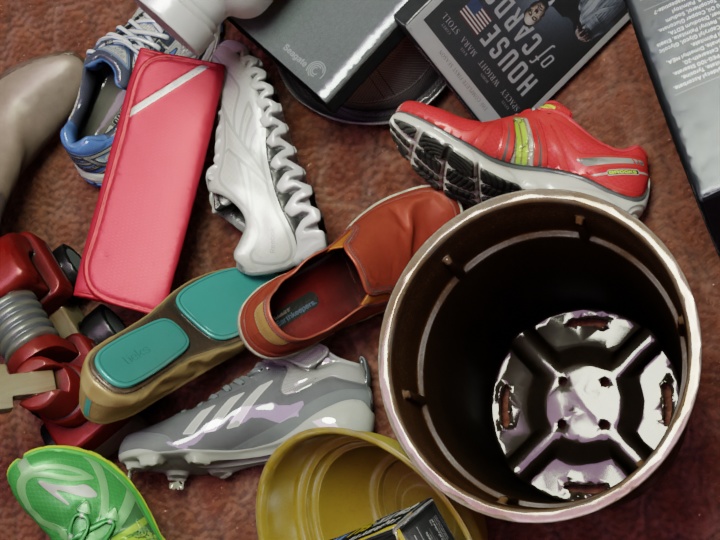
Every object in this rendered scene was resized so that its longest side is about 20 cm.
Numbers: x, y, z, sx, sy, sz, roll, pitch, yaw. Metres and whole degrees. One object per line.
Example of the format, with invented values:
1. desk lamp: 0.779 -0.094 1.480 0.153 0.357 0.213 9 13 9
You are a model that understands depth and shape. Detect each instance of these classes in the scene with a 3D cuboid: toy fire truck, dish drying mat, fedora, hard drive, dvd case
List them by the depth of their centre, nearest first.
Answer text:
1. dvd case: 0.135 -0.208 1.114 0.200 0.150 0.025 -45 43 2
2. hard drive: -0.001 -0.232 1.124 0.200 0.033 0.139 -48 65 0
3. toy fire truck: -0.266 0.059 1.141 0.128 0.200 0.177 -37 68 4
4. dish drying mat: -0.163 -0.070 1.173 0.076 0.018 0.203 13 81 7
5. fedora: -0.001 -0.217 1.187 0.174 0.090 0.203 -11 73 15

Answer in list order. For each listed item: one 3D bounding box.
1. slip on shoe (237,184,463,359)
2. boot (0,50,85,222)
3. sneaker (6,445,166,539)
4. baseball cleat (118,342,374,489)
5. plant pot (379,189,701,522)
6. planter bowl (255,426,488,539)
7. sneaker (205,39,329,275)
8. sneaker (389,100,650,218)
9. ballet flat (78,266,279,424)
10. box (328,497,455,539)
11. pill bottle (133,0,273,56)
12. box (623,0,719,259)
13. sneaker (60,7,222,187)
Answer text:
1. slip on shoe: 0.000 0.000 1.117 0.199 0.061 0.075 -31 92 -21
2. boot: -0.298 -0.077 1.225 0.199 0.070 0.147 -38 31 23
3. sneaker: -0.180 0.208 1.106 0.074 0.084 0.200 -42 91 10
4. baseball cleat: -0.087 0.103 1.151 0.197 0.070 0.108 -6 68 6
5. plant pot: 0.133 0.071 1.002 0.197 0.198 0.203 -4 75 17
6. planter bowl: 0.027 0.186 1.056 0.199 0.083 0.203 17 118 33
7. sneaker: -0.088 -0.089 1.185 0.080 0.075 0.202 -20 69 -1
8. sneaker: 0.118 -0.089 1.119 0.198 0.077 0.086 19 71 -2
9. ballet flat: -0.136 0.055 1.143 0.069 0.199 0.063 46 135 17
10. box: 0.032 0.266 1.000 0.159 0.049 0.202 -29 90 45
11. pill bottle: -0.079 -0.254 1.081 0.104 0.104 0.201 39 88 22
12. box: 0.261 -0.128 1.021 0.123 0.200 0.199 -22 70 13
13. sneaker: -0.179 -0.166 1.235 0.076 0.085 0.202 23 83 21
